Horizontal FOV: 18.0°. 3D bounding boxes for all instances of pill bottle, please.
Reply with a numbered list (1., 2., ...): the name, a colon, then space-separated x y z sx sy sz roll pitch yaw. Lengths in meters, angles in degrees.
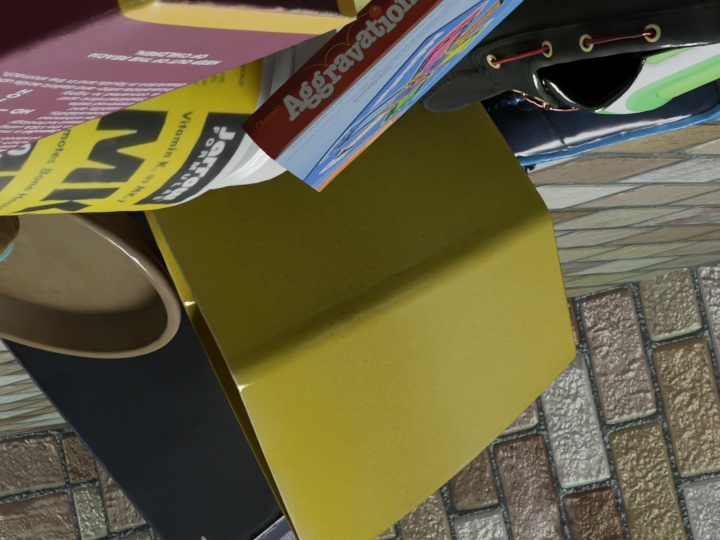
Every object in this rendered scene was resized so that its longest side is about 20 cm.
1. pill bottle: -0.103 -0.076 0.798 0.114 0.115 0.200 -16 173 36

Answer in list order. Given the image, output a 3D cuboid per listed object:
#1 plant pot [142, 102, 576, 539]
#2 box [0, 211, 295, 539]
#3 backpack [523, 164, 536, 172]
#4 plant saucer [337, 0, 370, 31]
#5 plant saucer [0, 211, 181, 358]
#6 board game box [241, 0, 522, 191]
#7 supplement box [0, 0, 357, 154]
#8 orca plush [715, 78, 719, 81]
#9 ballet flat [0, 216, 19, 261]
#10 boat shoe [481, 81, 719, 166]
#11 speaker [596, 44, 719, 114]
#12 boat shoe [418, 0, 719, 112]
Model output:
1. plant pot: 0.000 0.000 1.166 0.176 0.200 0.200 -25 143 -5
2. box: -0.105 0.086 1.381 0.124 0.200 0.197 -40 170 -5
3. backpack: 0.017 -0.009 1.414 0.147 0.183 0.200 9 176 -6
4. plant saucer: -0.014 -0.118 0.988 0.200 0.031 0.200 -13 174 -1
5. plant saucer: -0.188 -0.013 1.208 0.200 0.030 0.200 14 154 7
6. board game box: 0.045 -0.107 0.794 0.200 0.019 0.103 -43 170 3
7. supplement box: -0.112 -0.093 0.622 0.200 0.111 0.086 -16 172 35
8. orca plush: 0.204 -0.125 1.162 0.200 0.071 0.105 -13 174 11
9. ballet flat: -0.269 -0.030 1.105 0.200 0.072 0.068 -2 -139 12
10. boat shoe: 0.110 -0.098 1.278 0.200 0.069 0.084 -13 -177 10
11. speaker: 0.159 -0.128 0.980 0.088 0.089 0.200 -8 173 -32
12. boat shoe: 0.082 -0.096 0.961 0.074 0.063 0.201 -11 175 -35
